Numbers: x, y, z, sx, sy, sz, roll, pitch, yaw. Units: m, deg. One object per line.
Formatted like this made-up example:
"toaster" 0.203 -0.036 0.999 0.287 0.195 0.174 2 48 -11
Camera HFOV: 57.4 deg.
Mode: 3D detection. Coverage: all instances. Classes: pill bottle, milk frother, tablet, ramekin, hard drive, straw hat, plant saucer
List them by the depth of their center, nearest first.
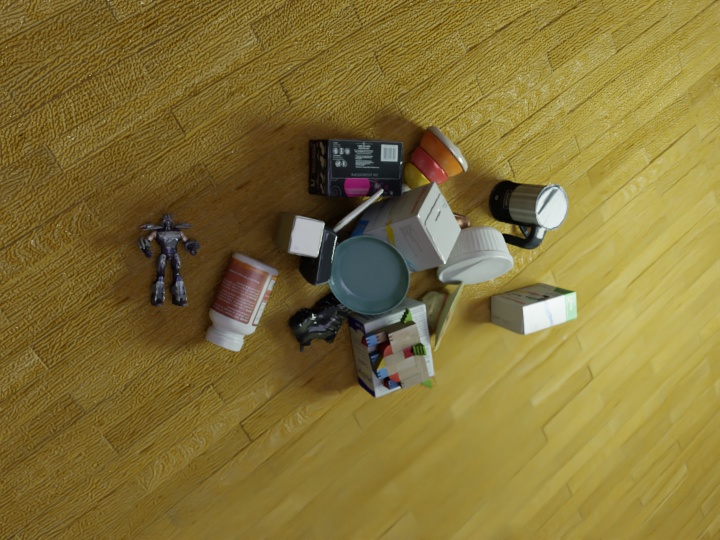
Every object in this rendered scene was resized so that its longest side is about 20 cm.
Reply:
"pill bottle" -0.270 0.071 1.469 0.111 0.112 0.202 24 88 -30
"hard drive" -0.097 -0.041 1.488 0.042 0.200 0.137 8 97 -17
"tablet" -0.022 -0.124 1.521 0.130 0.200 0.014 -40 94 -18
"plant saucer" 0.020 0.006 1.538 0.197 0.036 0.203 5 115 11
"ramekin" 0.291 -0.040 1.712 0.200 0.202 0.095 3 68 -29
"straw hat" 0.199 0.104 1.742 0.084 0.201 0.203 22 88 12
"milk frother" 0.486 -0.152 1.794 0.198 0.188 0.183 -8 104 -27

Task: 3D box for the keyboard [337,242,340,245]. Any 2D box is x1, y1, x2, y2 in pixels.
"keyboard" 0.000 0.000 1.578 0.199 0.011 0.056 35 120 -8

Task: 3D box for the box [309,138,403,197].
"box" -0.012 -0.242 1.547 0.198 0.114 0.134 -4 101 -29

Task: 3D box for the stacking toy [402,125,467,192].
"stacking toy" 0.156 -0.248 1.652 0.200 0.146 0.146 -42 118 6

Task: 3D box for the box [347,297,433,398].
"box" 0.078 0.192 1.686 0.182 0.105 0.203 -16 106 -25

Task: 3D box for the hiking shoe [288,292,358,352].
"hiking shoe" -0.076 0.122 1.616 0.198 0.076 0.102 -24 120 -14

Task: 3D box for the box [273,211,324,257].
"box" -0.139 -0.083 1.455 0.068 0.200 0.083 11 96 -17

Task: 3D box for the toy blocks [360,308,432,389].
"toy blocks" 0.083 0.212 1.590 0.135 0.100 0.202 -19 108 -12

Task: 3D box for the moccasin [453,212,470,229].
"moccasin" 0.203 -0.120 1.709 0.199 0.078 0.075 5 98 -29

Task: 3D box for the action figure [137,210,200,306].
"action figure" -0.406 -0.027 1.402 0.128 0.069 0.203 -2 98 -23

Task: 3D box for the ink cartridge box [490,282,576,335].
"ink cartridge box" 0.490 0.106 1.871 0.198 0.144 0.085 -13 105 -25

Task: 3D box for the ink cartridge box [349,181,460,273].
"ink cartridge box" 0.109 -0.090 1.567 0.145 0.198 0.148 56 40 -24

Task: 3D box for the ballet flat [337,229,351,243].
"ballet flat" -0.004 -0.006 1.621 0.067 0.072 0.202 -26 111 -16
